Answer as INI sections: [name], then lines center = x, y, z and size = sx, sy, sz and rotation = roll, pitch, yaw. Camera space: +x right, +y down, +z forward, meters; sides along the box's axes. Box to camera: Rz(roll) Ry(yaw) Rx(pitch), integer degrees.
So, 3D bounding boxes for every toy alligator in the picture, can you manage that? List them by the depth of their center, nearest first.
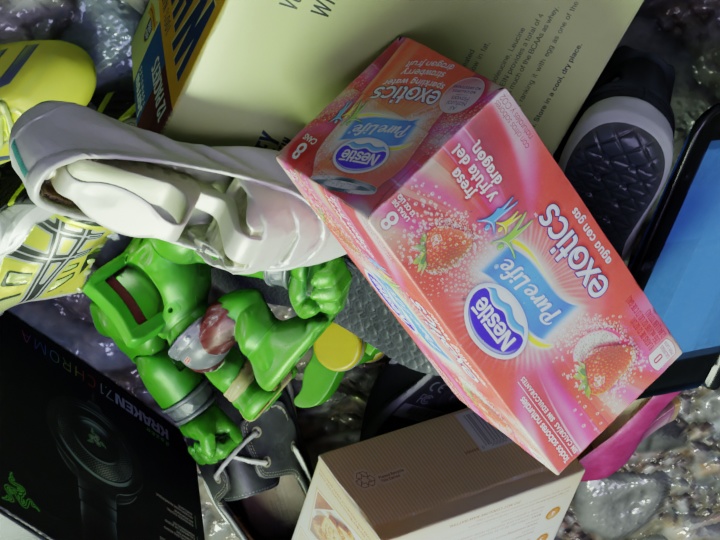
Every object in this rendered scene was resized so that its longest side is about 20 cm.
[toy alligator]
center = 0.022, 0.002, 1.457
size = 0.200, 0.059, 0.054
rotation = -43, 80, 20

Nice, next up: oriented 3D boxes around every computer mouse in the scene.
[computer mouse]
center = 0.087, 0.045, 1.505
size = 0.140, 0.046, 0.200
rotation = 10, 130, -39

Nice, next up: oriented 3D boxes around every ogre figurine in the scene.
[ogre figurine]
center = -0.085, 0.022, 1.379
size = 0.120, 0.200, 0.098
rotation = 41, 70, 2

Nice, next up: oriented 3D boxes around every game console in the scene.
[game console]
center = 0.238, 0.012, 1.338
size = 0.170, 0.118, 0.201
rotation = 27, 122, 10

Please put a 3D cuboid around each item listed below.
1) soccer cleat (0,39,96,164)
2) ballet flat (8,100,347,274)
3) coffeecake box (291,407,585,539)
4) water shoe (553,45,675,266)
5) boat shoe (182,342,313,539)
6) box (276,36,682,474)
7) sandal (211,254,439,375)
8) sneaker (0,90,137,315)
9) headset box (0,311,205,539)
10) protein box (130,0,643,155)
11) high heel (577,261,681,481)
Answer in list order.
[soccer cleat]
center = -0.234, -0.069, 1.334
size = 0.199, 0.084, 0.065
rotation = -19, 112, -6
[ballet flat]
center = -0.081, -0.031, 1.242
size = 0.199, 0.070, 0.070
rotation = 15, 121, -19
[coffeecake box]
center = 0.032, 0.183, 1.514
size = 0.153, 0.073, 0.201
rotation = -16, 142, -32
[water shoe]
center = 0.126, -0.041, 1.351
size = 0.071, 0.079, 0.200
rotation = 24, 143, -6
[boat shoe]
center = -0.069, 0.106, 1.504
size = 0.071, 0.068, 0.201
rotation = -19, 124, 6
[box]
center = 0.061, -0.007, 1.244
size = 0.095, 0.103, 0.200
rotation = -43, 126, -8
[sandal]
center = 0.000, -0.001, 1.404
size = 0.199, 0.043, 0.076
rotation = 21, 128, 25
[sneaker]
center = -0.167, -0.033, 1.392
size = 0.199, 0.076, 0.076
rotation = -27, 126, 23
[headset box]
center = -0.180, 0.146, 1.432
size = 0.093, 0.200, 0.174
rotation = -41, 120, 20
[protein box]
center = 0.007, -0.132, 1.307
size = 0.199, 0.135, 0.199
rotation = 17, 121, -20
[high heel]
center = 0.145, 0.064, 1.470
size = 0.096, 0.067, 0.200
rotation = -31, 159, -14
